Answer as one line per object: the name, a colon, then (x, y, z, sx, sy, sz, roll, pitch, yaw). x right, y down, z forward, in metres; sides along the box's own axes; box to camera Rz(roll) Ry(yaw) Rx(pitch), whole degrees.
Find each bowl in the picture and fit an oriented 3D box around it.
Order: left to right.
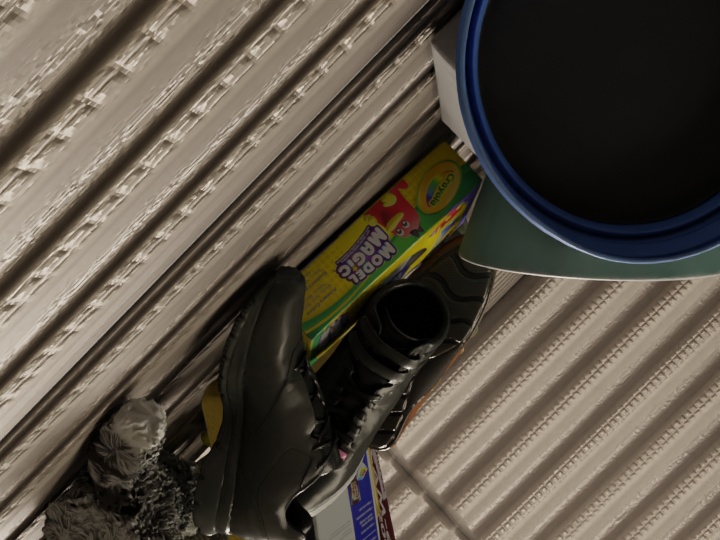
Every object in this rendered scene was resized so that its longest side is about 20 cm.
bowl: (0.170, -0.058, 1.048, 0.201, 0.198, 0.106, -23, 115, -69)
bowl: (0.143, -0.106, 0.744, 0.201, 0.201, 0.039, -44, -169, -1)

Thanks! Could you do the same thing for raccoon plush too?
raccoon plush: (-0.130, 0.138, 1.005, 0.200, 0.097, 0.134, -51, 177, 40)

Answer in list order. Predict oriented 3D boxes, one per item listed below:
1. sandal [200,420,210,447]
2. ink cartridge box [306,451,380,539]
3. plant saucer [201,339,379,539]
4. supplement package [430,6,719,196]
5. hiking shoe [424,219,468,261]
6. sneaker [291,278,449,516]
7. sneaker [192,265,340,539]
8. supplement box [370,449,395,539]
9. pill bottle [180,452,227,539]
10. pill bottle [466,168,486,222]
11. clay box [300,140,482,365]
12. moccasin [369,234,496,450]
sandal: (-0.075, 0.117, 1.270, 0.200, 0.079, 0.088, -6, 113, -72)
ink cartridge box: (-0.022, 0.200, 1.137, 0.039, 0.203, 0.099, -5, -172, 27)
plant saucer: (-0.043, 0.160, 1.193, 0.048, 0.202, 0.200, -3, -166, 27)
supplement package: (0.125, -0.112, 0.875, 0.121, 0.120, 0.200, -45, 172, -1)
hiking shoe: (0.107, -0.043, 1.383, 0.100, 0.076, 0.199, -38, 166, 23)
sneaker: (-0.004, 0.083, 1.040, 0.201, 0.070, 0.099, -54, 176, -26)
sneaker: (-0.052, 0.094, 0.978, 0.076, 0.090, 0.202, -55, 158, -65)
supplement box: (-0.074, 0.232, 1.370, 0.198, 0.110, 0.061, -13, 178, 11)
pill bottle: (-0.159, 0.228, 1.219, 0.200, 0.111, 0.111, -35, 168, -48)
pill bottle: (0.173, -0.100, 1.201, 0.116, 0.116, 0.200, -36, 168, -47)
clay box: (0.000, 0.000, 1.084, 0.200, 0.048, 0.115, -44, 172, -12)
moccasin: (0.052, 0.054, 1.177, 0.078, 0.073, 0.203, -59, 172, -60)
